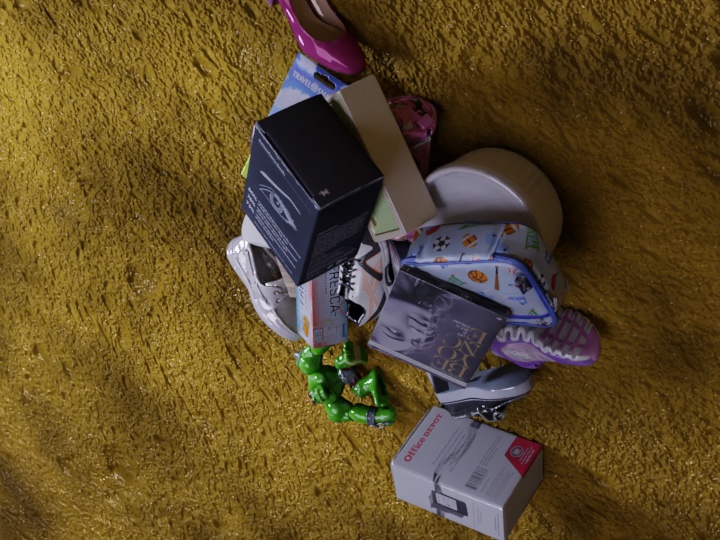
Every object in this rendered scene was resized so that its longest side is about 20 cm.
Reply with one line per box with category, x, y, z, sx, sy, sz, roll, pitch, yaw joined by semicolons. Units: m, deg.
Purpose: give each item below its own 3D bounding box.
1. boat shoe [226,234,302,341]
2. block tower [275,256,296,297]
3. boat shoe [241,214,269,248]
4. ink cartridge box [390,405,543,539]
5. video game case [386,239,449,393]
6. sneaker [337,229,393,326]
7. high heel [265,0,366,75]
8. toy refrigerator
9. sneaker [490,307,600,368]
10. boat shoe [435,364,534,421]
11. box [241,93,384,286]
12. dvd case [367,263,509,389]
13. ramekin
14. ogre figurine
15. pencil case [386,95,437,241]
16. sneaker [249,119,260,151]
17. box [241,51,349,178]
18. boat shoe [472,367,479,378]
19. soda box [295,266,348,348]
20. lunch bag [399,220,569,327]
boat shoe;-0.143;0.027;1.910;0.069;0.071;0.201;-24;105;50
block tower;-0.103;-0.044;1.832;0.058;0.054;0.201;5;126;38
boat shoe;-0.114;-0.060;1.713;0.068;0.072;0.200;26;173;-28
ink cartridge box;0.168;0.316;1.834;0.199;0.145;0.084;17;135;28
video game case;0.079;0.047;1.675;0.025;0.200;0.182;-15;122;-3
sneaker;0.000;0.000;1.732;0.074;0.080;0.201;27;144;45
high heel;-0.062;-0.345;1.529;0.200;0.067;0.096;42;150;9
toy refrigerator;0.016;-0.142;1.511;0.076;0.070;0.201;-11;107;55
sneaker;0.252;0.102;1.645;0.199;0.081;0.089;13;138;38
boat shoe;0.195;0.194;1.764;0.199;0.074;0.068;-19;105;47
box;-0.066;-0.100;1.501;0.148;0.104;0.200;54;154;17
dvd case;0.097;0.078;1.525;0.148;0.016;0.200;24;147;2
ramekin;0.176;-0.070;1.544;0.201;0.094;0.203;23;136;24
ogre figurine;-0.030;0.182;1.935;0.119;0.098;0.200;-23;123;29
pencil case;0.060;-0.137;1.597;0.082;0.087;0.201;2;131;1
sneaker;-0.085;-0.167;1.701;0.199;0.070;0.076;16;131;29
box;-0.076;-0.190;1.638;0.122;0.048;0.201;36;113;19
boat shoe;0.131;0.068;1.717;0.060;0.072;0.203;3;118;36
soda box;-0.060;0.015;1.791;0.068;0.063;0.201;-139;43;-55
lunch bag;0.162;0.012;1.474;0.199;0.076;0.161;3;143;36
